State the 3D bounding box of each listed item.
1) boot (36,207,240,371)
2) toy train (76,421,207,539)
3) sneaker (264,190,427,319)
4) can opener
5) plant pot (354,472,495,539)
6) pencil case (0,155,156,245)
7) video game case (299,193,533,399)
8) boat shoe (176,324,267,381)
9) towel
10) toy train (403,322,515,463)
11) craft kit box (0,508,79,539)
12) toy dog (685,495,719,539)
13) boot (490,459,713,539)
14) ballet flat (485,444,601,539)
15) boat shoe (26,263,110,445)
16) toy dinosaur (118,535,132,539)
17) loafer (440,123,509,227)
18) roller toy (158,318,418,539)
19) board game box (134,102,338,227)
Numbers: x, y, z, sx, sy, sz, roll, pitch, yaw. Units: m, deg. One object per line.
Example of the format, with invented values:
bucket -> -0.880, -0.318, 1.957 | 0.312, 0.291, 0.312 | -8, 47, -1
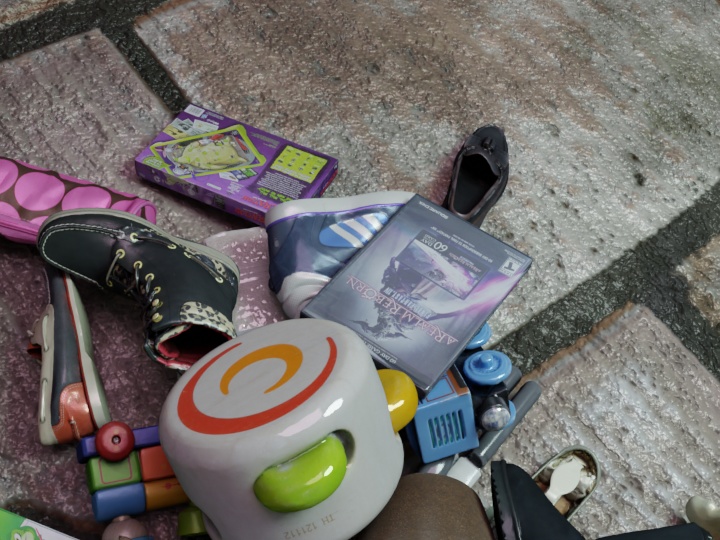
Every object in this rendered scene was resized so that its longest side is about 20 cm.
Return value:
boot -> -0.204, 0.016, 0.881 | 0.203, 0.074, 0.154 | 17, 24, -20
toy train -> -0.150, 0.189, 0.865 | 0.199, 0.085, 0.116 | -6, 74, -24
sneaker -> 0.000, 0.000, 0.985 | 0.199, 0.081, 0.147 | -4, 70, -28
can opener -> 0.115, 0.165, 0.937 | 0.053, 0.067, 0.200 | 39, 59, 13
plant pot -> 0.053, 0.279, 0.796 | 0.186, 0.188, 0.201 | 15, 42, -2
pencil case -> -0.316, -0.055, 0.979 | 0.199, 0.091, 0.094 | 13, 20, -1
video game case -> 0.057, 0.017, 0.912 | 0.142, 0.019, 0.200 | 31, 53, 19
boat shoe -> -0.085, 0.098, 0.937 | 0.199, 0.066, 0.072 | -9, 28, -31
towel -> -0.062, 0.007, 1.024 | 0.199, 0.035, 0.133 | -10, 59, -18
toy train -> 0.077, 0.095, 0.929 | 0.114, 0.087, 0.200 | -15, 33, -7
craft kit box -> -0.257, 0.313, 0.747 | 0.197, 0.049, 0.201 | 22, 68, 0
toy dog -> 0.307, 0.316, 0.855 | 0.199, 0.139, 0.195 | -26, 91, -26
boot -> 0.205, 0.237, 0.799 | 0.167, 0.077, 0.201 | -10, 40, 0
ballet flat -> 0.159, 0.236, 0.902 | 0.067, 0.064, 0.200 | 42, 59, 16
boat shoe -> -0.289, 0.074, 0.910 | 0.062, 0.071, 0.201 | -17, 58, -8
toy dinosaur -> -0.100, 0.253, 0.806 | 0.199, 0.088, 0.048 | 10, 93, -28
loafer -> 0.140, -0.109, 1.127 | 0.072, 0.063, 0.201 | 24, 55, 4
roller toy -> -0.061, 0.140, 0.786 | 0.181, 0.140, 0.200 | -4, 31, 29
board game box -> -0.139, -0.117, 1.073 | 0.199, 0.032, 0.120 | 23, 45, 13
